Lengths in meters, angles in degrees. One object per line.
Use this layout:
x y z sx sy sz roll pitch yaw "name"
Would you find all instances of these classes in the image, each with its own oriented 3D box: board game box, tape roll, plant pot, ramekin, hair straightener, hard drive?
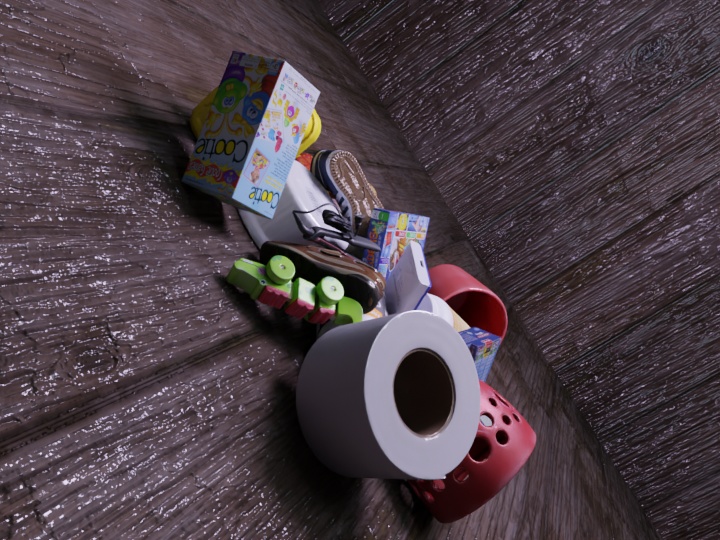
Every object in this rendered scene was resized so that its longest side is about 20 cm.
0.157 0.215 1.329 0.061 0.202 0.199 21 16 31 "board game box"
-0.156 -0.194 1.088 0.102 0.202 0.105 19 -4 30 "board game box"
0.036 0.160 0.959 0.201 0.138 0.206 11 73 -39 "tape roll"
0.134 0.248 1.149 0.183 0.200 0.200 47 16 3 "plant pot"
0.213 0.088 1.720 0.201 0.200 0.178 47 9 -29 "plant pot"
-0.105 -0.087 1.249 0.201 0.097 0.201 51 17 -21 "ramekin"
-0.031 -0.064 1.162 0.041 0.077 0.199 37 7 41 "hair straightener"
0.063 -0.037 1.357 0.034 0.137 0.199 14 6 24 "board game box"
0.050 0.066 1.241 0.025 0.201 0.132 22 27 -16 "hard drive"

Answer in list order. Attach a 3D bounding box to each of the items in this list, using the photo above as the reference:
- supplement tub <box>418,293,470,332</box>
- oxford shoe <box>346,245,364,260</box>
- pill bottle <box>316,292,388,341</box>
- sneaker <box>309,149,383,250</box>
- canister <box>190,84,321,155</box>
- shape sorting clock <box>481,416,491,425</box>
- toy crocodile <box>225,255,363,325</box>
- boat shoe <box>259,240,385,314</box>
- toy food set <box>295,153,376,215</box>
0.136 0.135 1.447 0.200 0.144 0.146 42 21 -42 "supplement tub"
0.000 0.000 1.386 0.058 0.074 0.202 52 35 -47 "oxford shoe"
-0.011 0.090 1.153 0.117 0.116 0.201 48 18 -27 "pill bottle"
-0.024 -0.129 1.350 0.108 0.070 0.202 26 -34 56 "sneaker"
-0.174 -0.246 1.271 0.087 0.148 0.200 60 18 17 "canister"
0.249 0.305 1.646 0.200 0.039 0.201 49 19 -23 "shape sorting clock"
-0.088 0.036 1.034 0.198 0.068 0.062 23 45 -23 "toy crocodile"
-0.054 0.005 1.119 0.198 0.076 0.074 22 31 17 "boat shoe"
-0.073 -0.160 1.449 0.199 0.049 0.198 35 29 8 "toy food set"
